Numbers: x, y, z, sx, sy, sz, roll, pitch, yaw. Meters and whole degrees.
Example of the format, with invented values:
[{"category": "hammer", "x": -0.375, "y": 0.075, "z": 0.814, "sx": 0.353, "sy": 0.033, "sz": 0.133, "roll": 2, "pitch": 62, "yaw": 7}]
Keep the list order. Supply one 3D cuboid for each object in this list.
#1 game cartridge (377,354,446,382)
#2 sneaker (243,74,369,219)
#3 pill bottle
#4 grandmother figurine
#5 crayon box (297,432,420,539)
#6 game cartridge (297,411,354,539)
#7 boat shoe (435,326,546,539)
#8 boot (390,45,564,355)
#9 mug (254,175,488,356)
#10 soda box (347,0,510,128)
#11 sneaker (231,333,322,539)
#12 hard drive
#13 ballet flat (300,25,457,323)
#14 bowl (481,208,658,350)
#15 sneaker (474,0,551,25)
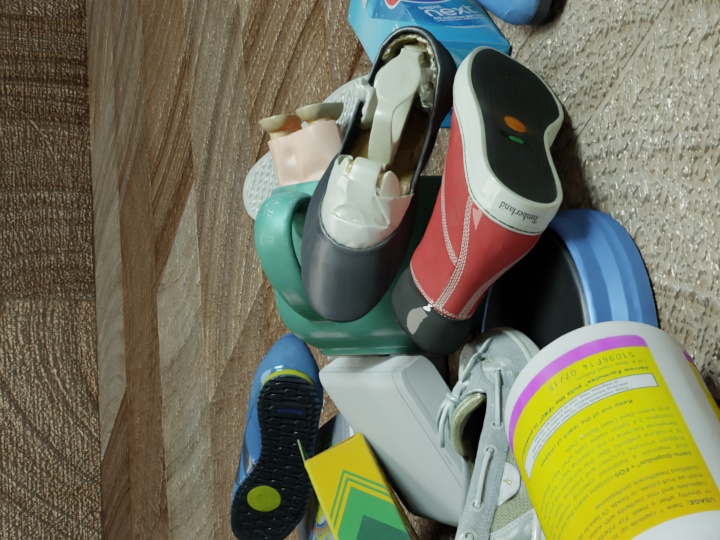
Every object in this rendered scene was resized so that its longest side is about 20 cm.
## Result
[{"category": "game cartridge", "x": 0.027, "y": 0.043, "z": 1.331, "sx": 0.133, "sy": 0.041, "sz": 0.202, "roll": 124, "pitch": 145, "yaw": -55}, {"category": "sneaker", "x": 0.005, "y": -0.091, "z": 1.378, "sx": 0.200, "sy": 0.104, "sz": 0.076, "roll": -32, "pitch": 59, "yaw": 36}, {"category": "pill bottle", "x": 0.140, "y": 0.123, "z": 0.795, "sx": 0.201, "sy": 0.103, "sz": 0.105, "roll": -108, "pitch": 25, "yaw": -51}, {"category": "grandmother figurine", "x": -0.021, "y": -0.024, "z": 1.297, "sx": 0.121, "sy": 0.060, "sz": 0.202, "roll": -13, "pitch": 87, "yaw": 38}, {"category": "crayon box", "x": 0.019, "y": 0.204, "z": 1.207, "sx": 0.128, "sy": 0.050, "sz": 0.200, "roll": 63, "pitch": 179, "yaw": -30}, {"category": "game cartridge", "x": -0.019, "y": 0.202, "z": 1.478, "sx": 0.200, "sy": 0.040, "sz": 0.135, "roll": 132, "pitch": 134, "yaw": -66}, {"category": "boat shoe", "x": 0.072, "y": 0.100, "z": 0.947, "sx": 0.203, "sy": 0.064, "sz": 0.075, "roll": -93, "pitch": 14, "yaw": -53}, {"category": "boot", "x": 0.063, "y": -0.042, "z": 1.045, "sx": 0.145, "sy": 0.072, "sz": 0.201, "roll": -60, "pitch": 12, "yaw": 32}, {"category": "mug", "x": 0.001, "y": 0.000, "z": 1.156, "sx": 0.152, "sy": 0.183, "sz": 0.116, "roll": 171, "pitch": 97, "yaw": -69}, {"category": "soda box", "x": 0.045, "y": -0.175, "z": 1.238, "sx": 0.200, "sy": 0.064, "sz": 0.068, "roll": -115, "pitch": 31, "yaw": -56}, {"category": "sneaker", "x": -0.071, "y": 0.148, "z": 1.477, "sx": 0.079, "sy": 0.065, "sz": 0.202, "roll": -92, "pitch": 13, "yaw": -58}, {"category": "hard drive", "x": 0.040, "y": 0.119, "z": 1.170, "sx": 0.132, "sy": 0.027, "sz": 0.200, "roll": 56, "pitch": 165, "yaw": -6}, {"category": "ballet flat", "x": 0.010, "y": -0.067, "z": 1.048, "sx": 0.073, "sy": 0.073, "sz": 0.201, "roll": 132, "pitch": 161, "yaw": -66}, {"category": "bowl", "x": 0.117, "y": 0.064, "z": 1.002, "sx": 0.200, "sy": 0.039, "sz": 0.203, "roll": -179, "pitch": 90, "yaw": -74}, {"category": "sneaker", "x": 0.070, "y": -0.210, "z": 1.134, "sx": 0.200, "sy": 0.078, "sz": 0.067, "roll": -124, "pitch": 41, "yaw": -62}]
